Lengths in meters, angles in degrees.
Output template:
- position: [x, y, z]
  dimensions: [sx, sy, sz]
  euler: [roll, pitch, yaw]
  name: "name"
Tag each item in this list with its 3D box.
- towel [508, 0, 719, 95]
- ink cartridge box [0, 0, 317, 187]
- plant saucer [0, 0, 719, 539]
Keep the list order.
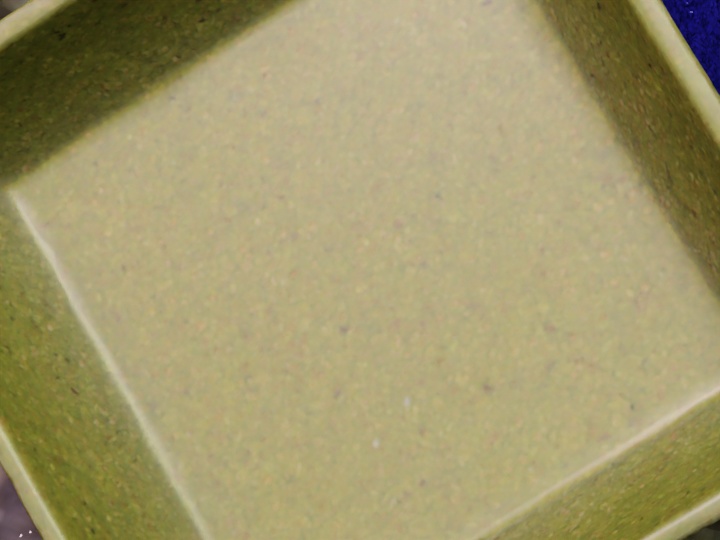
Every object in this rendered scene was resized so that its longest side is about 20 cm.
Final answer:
- position: [0.112, -0.087, 0.835]
  dimensions: [0.148, 0.050, 0.200]
  euler: [49, 58, -14]
  name: "towel"
- position: [-0.004, -0.093, 0.862]
  dimensions: [0.117, 0.067, 0.200]
  euler: [31, 57, 18]
  name: "ink cartridge box"
- position: [0.000, 0.000, 0.739]
  dimensions: [0.200, 0.048, 0.200]
  euler: [-32, 80, 10]
  name: "plant saucer"
